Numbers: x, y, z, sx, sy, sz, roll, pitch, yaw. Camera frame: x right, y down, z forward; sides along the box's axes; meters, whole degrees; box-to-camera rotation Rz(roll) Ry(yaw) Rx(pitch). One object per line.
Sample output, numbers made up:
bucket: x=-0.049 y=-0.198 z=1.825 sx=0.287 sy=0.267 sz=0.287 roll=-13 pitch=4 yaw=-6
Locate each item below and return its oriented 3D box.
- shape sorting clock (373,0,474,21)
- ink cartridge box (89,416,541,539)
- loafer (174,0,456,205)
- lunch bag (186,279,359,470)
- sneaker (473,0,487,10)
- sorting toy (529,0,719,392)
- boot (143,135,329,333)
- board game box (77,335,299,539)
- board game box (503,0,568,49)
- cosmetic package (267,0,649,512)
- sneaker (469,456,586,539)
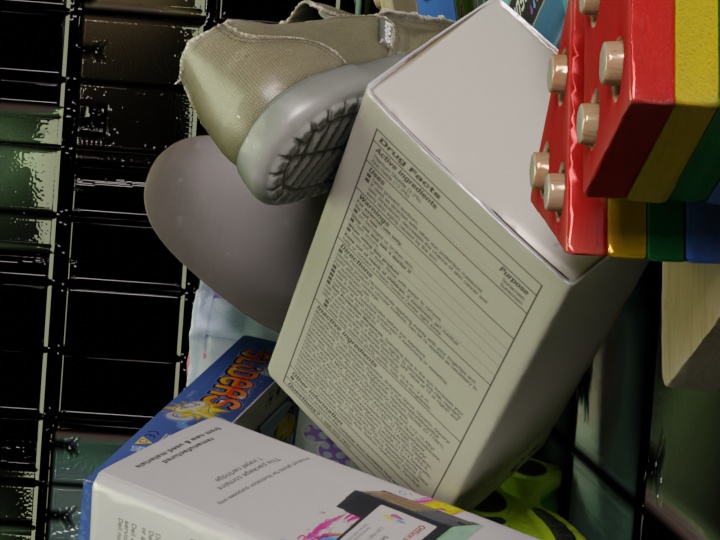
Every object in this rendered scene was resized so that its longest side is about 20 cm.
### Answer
shape sorting clock: x=0.041 y=-0.176 z=1.279 sx=0.200 sy=0.039 sz=0.201 roll=-2 pitch=-90 yaw=-73
ink cartridge box: x=-0.006 y=0.160 z=0.937 sx=0.084 sy=0.199 sz=0.146 roll=-23 pitch=-55 yaw=-52
loafer: x=-0.004 y=-0.075 z=0.932 sx=0.075 sy=0.070 sz=0.200 roll=-51 pitch=-14 yaw=18
lunch bag: x=-0.005 y=0.061 z=1.267 sx=0.200 sy=0.169 sz=0.128 roll=96 pitch=180 yaw=-68
sneaker: x=0.080 y=-0.126 z=1.042 sx=0.079 sy=0.075 sz=0.201 roll=133 pitch=134 yaw=-67
sorting toy: x=0.093 y=-0.088 z=0.716 sx=0.199 sy=0.069 sz=0.201 roll=106 pitch=167 yaw=-71
boot: x=0.000 y=0.000 z=1.064 sx=0.075 sy=0.199 sz=0.074 roll=-120 pitch=53 yaw=-88
board game box: x=-0.077 y=0.124 z=1.096 sx=0.200 sy=0.034 sz=0.136 roll=-45 pitch=-35 yaw=-66
board game box: x=0.077 y=-0.178 z=0.925 sx=0.151 sy=0.047 sz=0.201 roll=108 pitch=154 yaw=-74
cosmetic package: x=0.038 y=0.005 z=0.917 sx=0.073 sy=0.104 sz=0.200 roll=-37 pitch=-16 yaw=-31
sneaker: x=0.053 y=0.128 z=1.036 sx=0.200 sy=0.074 sz=0.084 roll=-104 pitch=22 yaw=-76
